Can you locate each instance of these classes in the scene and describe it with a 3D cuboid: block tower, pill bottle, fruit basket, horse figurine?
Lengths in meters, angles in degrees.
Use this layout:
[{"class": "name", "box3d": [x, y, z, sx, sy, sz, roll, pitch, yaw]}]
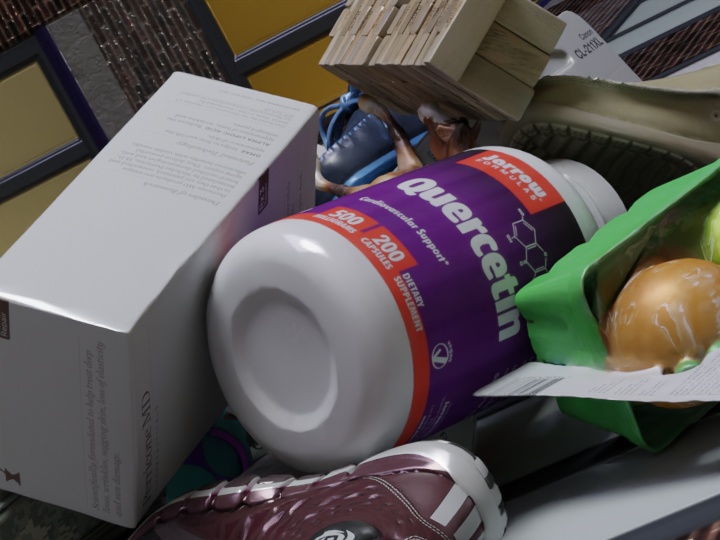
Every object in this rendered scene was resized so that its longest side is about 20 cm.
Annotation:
[{"class": "block tower", "box3d": [0.037, -0.110, 1.365, 0.054, 0.058, 0.200, -61, 15, -4]}, {"class": "pill bottle", "box3d": [0.034, 0.011, 1.247, 0.200, 0.113, 0.112, -23, 2, -44]}, {"class": "fruit basket", "box3d": [0.173, 0.016, 1.165, 0.199, 0.094, 0.185, 4, 30, 45]}, {"class": "horse figurine", "box3d": [0.000, 0.000, 1.388, 0.050, 0.201, 0.132, 14, 14, -35]}]

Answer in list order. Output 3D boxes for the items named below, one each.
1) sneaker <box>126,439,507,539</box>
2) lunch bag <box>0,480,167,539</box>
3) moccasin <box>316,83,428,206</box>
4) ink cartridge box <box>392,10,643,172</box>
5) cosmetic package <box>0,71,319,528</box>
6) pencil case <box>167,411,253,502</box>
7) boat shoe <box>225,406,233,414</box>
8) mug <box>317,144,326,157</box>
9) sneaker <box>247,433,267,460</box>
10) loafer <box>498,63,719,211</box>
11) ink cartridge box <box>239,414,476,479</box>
[{"class": "sneaker", "box3d": [-0.043, 0.134, 1.144, 0.199, 0.076, 0.116, -24, 13, 28]}, {"class": "lunch bag", "box3d": [-0.186, 0.133, 1.322, 0.139, 0.168, 0.200, 23, 41, 28]}, {"class": "moccasin", "box3d": [0.017, -0.086, 1.550, 0.081, 0.068, 0.200, -50, -7, 36]}, {"class": "ink cartridge box", "box3d": [0.058, -0.027, 1.486, 0.200, 0.083, 0.146, -49, -7, 32]}, {"class": "cosmetic package", "box3d": [-0.093, 0.009, 1.259, 0.081, 0.113, 0.200, 14, 39, 17]}, {"class": "pencil case", "box3d": [-0.121, 0.059, 1.492, 0.085, 0.092, 0.200, -64, 31, 25]}, {"class": "boat shoe", "box3d": [-0.085, 0.032, 1.375, 0.200, 0.072, 0.068, 27, 24, 34]}, {"class": "mug", "box3d": [-0.060, 0.007, 1.657, 0.153, 0.149, 0.187, 139, 152, -70]}, {"class": "sneaker", "box3d": [-0.074, 0.077, 1.598, 0.201, 0.067, 0.108, -34, 12, -16]}, {"class": "loafer", "box3d": [0.157, -0.066, 1.356, 0.199, 0.069, 0.076, 10, -30, -23]}, {"class": "ink cartridge box", "box3d": [-0.012, 0.107, 1.319, 0.161, 0.050, 0.200, -24, 3, 31]}]
